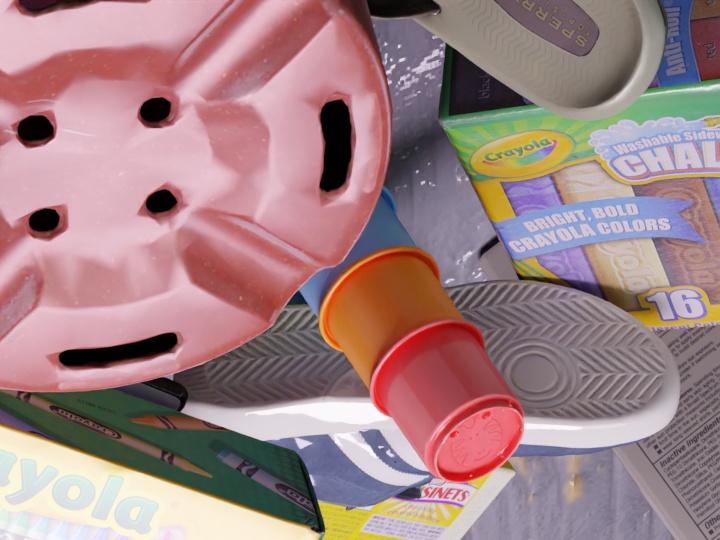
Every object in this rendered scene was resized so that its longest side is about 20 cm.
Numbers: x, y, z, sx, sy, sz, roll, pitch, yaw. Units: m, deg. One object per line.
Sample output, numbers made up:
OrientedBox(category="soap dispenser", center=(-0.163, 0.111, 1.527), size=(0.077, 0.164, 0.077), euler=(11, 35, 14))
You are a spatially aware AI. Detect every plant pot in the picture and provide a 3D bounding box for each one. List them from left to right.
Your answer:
OrientedBox(category="plant pot", center=(-0.086, -0.087, 0.631), size=(0.199, 0.196, 0.202), euler=(-10, 135, -10))

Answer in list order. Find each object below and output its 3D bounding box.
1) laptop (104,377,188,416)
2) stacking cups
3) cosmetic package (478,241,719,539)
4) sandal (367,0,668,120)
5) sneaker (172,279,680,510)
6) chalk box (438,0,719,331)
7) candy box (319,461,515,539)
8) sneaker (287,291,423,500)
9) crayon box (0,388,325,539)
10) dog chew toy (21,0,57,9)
OrientedBox(category="laptop", center=(-0.190, 0.101, 0.807), size=(0.186, 0.117, 0.200), euler=(23, 136, -20))
OrientedBox(category="stacking cups", center=(0.000, 0.000, 0.878), size=(0.060, 0.200, 0.061), euler=(-20, 141, -18))
OrientedBox(category="cosmetic package", center=(0.149, 0.044, 1.024), size=(0.105, 0.201, 0.071), euler=(-37, 142, 6))
OrientedBox(category="sandal", center=(0.013, -0.117, 0.794), size=(0.057, 0.200, 0.080), euler=(-42, 158, -56))
OrientedBox(category="sneaker", center=(0.028, 0.058, 0.933), size=(0.198, 0.075, 0.085), euler=(1, 139, 8))
OrientedBox(category="chalk box", center=(0.107, -0.081, 0.897), size=(0.123, 0.125, 0.200), euler=(-5, 146, 18))
OrientedBox(category="candy box", center=(-0.023, 0.110, 1.112), size=(0.199, 0.026, 0.102), euler=(17, 117, -44))
OrientedBox(category="sneaker", center=(-0.018, 0.020, 1.009), size=(0.200, 0.066, 0.079), euler=(45, 66, -42))
OrientedBox(category="crayon box", center=(-0.126, 0.092, 0.777), size=(0.199, 0.058, 0.119), euler=(20, 108, -18))
OrientedBox(category="dog chew toy", center=(-0.134, -0.028, 0.827), size=(0.199, 0.125, 0.125), euler=(-22, 141, 5))
